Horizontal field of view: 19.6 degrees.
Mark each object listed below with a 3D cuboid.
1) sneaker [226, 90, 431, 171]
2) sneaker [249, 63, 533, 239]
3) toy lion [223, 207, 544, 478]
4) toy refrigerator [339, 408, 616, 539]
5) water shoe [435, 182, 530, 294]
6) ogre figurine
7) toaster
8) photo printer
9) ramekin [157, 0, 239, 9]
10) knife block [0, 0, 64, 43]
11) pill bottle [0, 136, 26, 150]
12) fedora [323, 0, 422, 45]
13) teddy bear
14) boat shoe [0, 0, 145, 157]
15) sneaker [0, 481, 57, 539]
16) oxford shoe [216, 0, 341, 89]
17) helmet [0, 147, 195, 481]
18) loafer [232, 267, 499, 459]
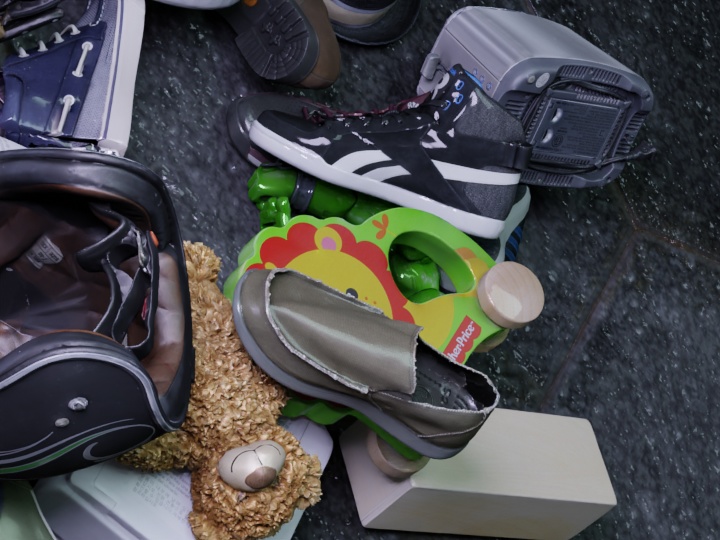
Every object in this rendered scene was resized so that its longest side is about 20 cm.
[{"bbox_3d":[0.005,-0.114,1.589,0.200,0.116,0.076,14,55,-35],"label":"sneaker"},{"bbox_3d":[0.028,-0.108,1.520,0.200,0.112,0.073,20,9,-7],"label":"sneaker"},{"bbox_3d":[0.006,0.030,1.430,0.192,0.069,0.200,41,54,-7],"label":"toy lion"},{"bbox_3d":[0.086,0.149,1.530,0.200,0.070,0.076,9,52,-38],"label":"toy refrigerator"},{"bbox_3d":[0.088,-0.012,1.644,0.071,0.079,0.200,7,25,12],"label":"water shoe"},{"bbox_3d":[0.000,0.000,1.534,0.120,0.098,0.200,-7,37,-30],"label":"ogre figurine"},{"bbox_3d":[0.144,-0.144,1.708,0.200,0.114,0.129,3,31,-38],"label":"toaster"},{"bbox_3d":[-0.110,0.126,1.370,0.166,0.069,0.200,41,44,-15],"label":"photo printer"},{"bbox_3d":[-0.149,-0.276,1.526,0.200,0.098,0.200,24,24,-11],"label":"ramekin"},{"bbox_3d":[-0.279,-0.179,1.340,0.200,0.176,0.064,-12,71,-44],"label":"knife block"},{"bbox_3d":[-0.256,-0.035,1.313,0.200,0.114,0.114,22,51,-30],"label":"pill bottle"},{"bbox_3d":[0.002,-0.287,1.714,0.201,0.092,0.201,21,51,-29],"label":"fedora"},{"bbox_3d":[-0.096,0.073,1.307,0.145,0.067,0.200,1,67,-35],"label":"teddy bear"},{"bbox_3d":[-0.208,-0.146,1.461,0.093,0.075,0.200,16,44,-18],"label":"boat shoe"},{"bbox_3d":[-0.243,0.143,1.253,0.200,0.067,0.090,51,37,-5],"label":"sneaker"},{"bbox_3d":[-0.073,-0.217,1.628,0.084,0.073,0.200,20,42,-54],"label":"oxford shoe"},{"bbox_3d":[-0.202,0.027,1.187,0.191,0.200,0.200,-4,57,6],"label":"helmet"},{"bbox_3d":[0.008,0.049,1.318,0.200,0.070,0.075,29,49,-28],"label":"loafer"}]
